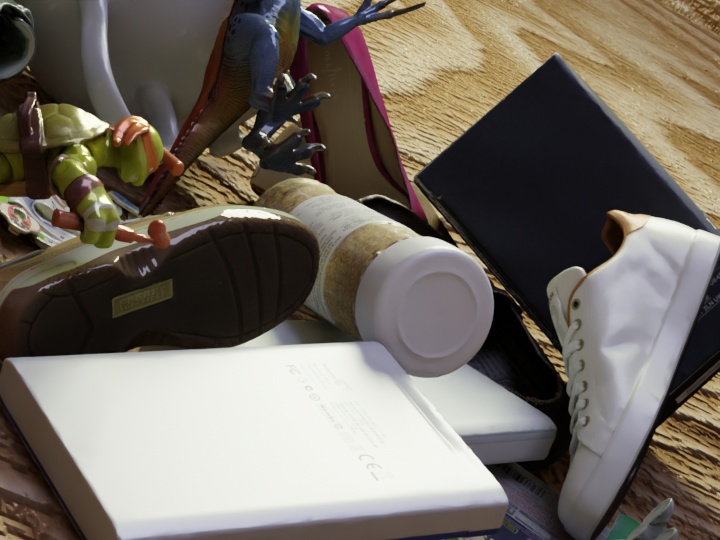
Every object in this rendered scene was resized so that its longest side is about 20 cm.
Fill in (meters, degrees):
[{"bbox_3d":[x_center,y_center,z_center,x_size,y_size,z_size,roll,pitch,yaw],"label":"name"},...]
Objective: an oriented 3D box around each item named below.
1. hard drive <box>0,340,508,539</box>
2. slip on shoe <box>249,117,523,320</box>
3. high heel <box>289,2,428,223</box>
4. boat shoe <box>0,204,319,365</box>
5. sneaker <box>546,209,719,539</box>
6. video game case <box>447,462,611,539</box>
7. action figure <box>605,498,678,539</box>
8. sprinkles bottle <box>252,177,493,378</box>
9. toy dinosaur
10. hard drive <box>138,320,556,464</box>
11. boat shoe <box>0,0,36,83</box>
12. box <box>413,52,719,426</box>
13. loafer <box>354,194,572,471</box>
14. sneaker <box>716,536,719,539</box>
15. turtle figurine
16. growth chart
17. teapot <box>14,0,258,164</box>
[{"bbox_3d":[-0.048,0.080,1.010,0.199,0.026,0.132,-2,34,-33],"label":"hard drive"},{"bbox_3d":[0.025,-0.028,1.442,0.199,0.061,0.076,31,-9,11],"label":"slip on shoe"},{"bbox_3d":[0.000,-0.063,1.363,0.096,0.067,0.202,54,26,-78],"label":"high heel"},{"bbox_3d":[-0.110,0.000,1.097,0.199,0.072,0.076,-9,22,-44],"label":"boat shoe"},{"bbox_3d":[0.130,0.054,1.221,0.084,0.073,0.201,21,58,7],"label":"sneaker"},{"bbox_3d":[0.096,0.157,1.147,0.199,0.023,0.182,35,17,8],"label":"video game case"},{"bbox_3d":[0.206,0.203,1.111,0.200,0.055,0.118,47,15,-8],"label":"action figure"},{"bbox_3d":[0.000,0.000,1.201,0.068,0.069,0.200,23,3,-26],"label":"sprinkles bottle"},{"bbox_3d":[-0.060,-0.153,1.280,0.105,0.198,0.182,75,-3,-55],"label":"toy dinosaur"},{"bbox_3d":[-0.003,0.064,1.173,0.132,0.027,0.199,32,18,35],"label":"hard drive"},{"bbox_3d":[-0.223,-0.131,1.298,0.070,0.073,0.200,10,29,-1],"label":"boat shoe"},{"bbox_3d":[0.149,-0.010,1.383,0.199,0.123,0.200,49,3,10],"label":"box"},{"bbox_3d":[0.057,0.023,1.297,0.073,0.072,0.200,-35,70,-30],"label":"loafer"},{"bbox_3d":[0.274,0.204,1.201,0.200,0.078,0.090,38,-18,52],"label":"sneaker"},{"bbox_3d":[-0.160,-0.049,1.060,0.160,0.065,0.200,-8,21,-8],"label":"turtle figurine"},{"bbox_3d":[-0.133,-0.018,1.248,0.199,0.018,0.145,27,17,-19],"label":"growth chart"},{"bbox_3d":[-0.114,-0.139,1.396,0.147,0.199,0.197,65,-25,-3],"label":"teapot"}]
